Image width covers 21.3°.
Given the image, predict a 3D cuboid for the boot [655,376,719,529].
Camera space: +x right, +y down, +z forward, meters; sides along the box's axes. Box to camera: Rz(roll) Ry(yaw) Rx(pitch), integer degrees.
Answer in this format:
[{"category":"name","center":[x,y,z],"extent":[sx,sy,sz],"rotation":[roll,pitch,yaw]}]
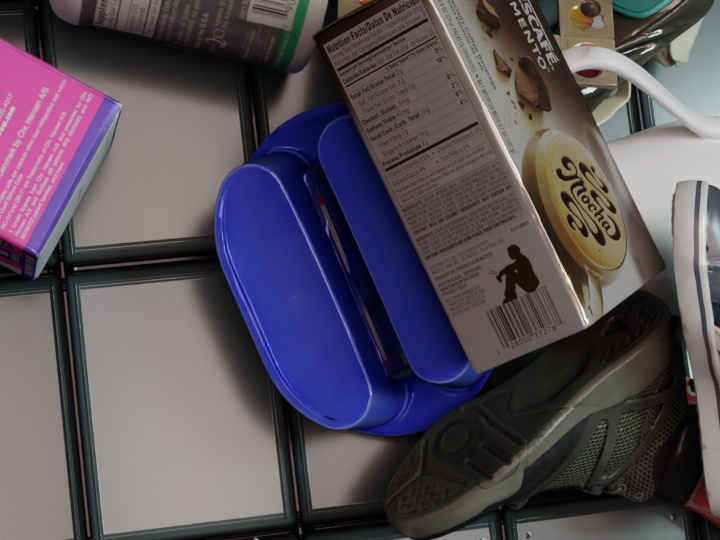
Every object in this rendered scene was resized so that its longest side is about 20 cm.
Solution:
[{"category":"boot","center":[0.257,0.068,1.170],"extent":[0.144,0.072,0.201],"rotation":[31,81,-4]}]

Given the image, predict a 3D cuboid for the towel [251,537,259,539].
[{"category":"towel","center":[-0.040,0.278,1.090],"extent":[0.200,0.048,0.172],"rotation":[41,77,-4]}]

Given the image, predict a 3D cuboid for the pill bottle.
[{"category":"pill bottle","center":[-0.117,-0.189,1.108],"extent":[0.198,0.113,0.114],"rotation":[13,80,-9]}]

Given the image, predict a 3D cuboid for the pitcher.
[{"category":"pitcher","center":[0.184,-0.051,1.126],"extent":[0.198,0.173,0.122],"rotation":[2,40,-8]}]

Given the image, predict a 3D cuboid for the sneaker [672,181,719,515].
[{"category":"sneaker","center":[0.220,0.040,1.056],"extent":[0.079,0.079,0.202],"rotation":[-6,116,17]}]

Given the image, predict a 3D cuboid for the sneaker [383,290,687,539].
[{"category":"sneaker","center":[0.111,0.110,1.104],"extent":[0.199,0.076,0.115],"rotation":[-36,126,-12]}]

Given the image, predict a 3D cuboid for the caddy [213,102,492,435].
[{"category":"caddy","center":[0.000,0.000,1.110],"extent":[0.140,0.105,0.201],"rotation":[-24,87,12]}]

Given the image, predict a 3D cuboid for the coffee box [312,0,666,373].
[{"category":"coffee box","center":[0.071,-0.062,1.030],"extent":[0.113,0.079,0.201],"rotation":[-27,92,-56]}]

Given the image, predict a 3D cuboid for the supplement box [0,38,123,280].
[{"category":"supplement box","center":[-0.246,-0.089,1.074],"extent":[0.199,0.101,0.104],"rotation":[29,78,-5]}]

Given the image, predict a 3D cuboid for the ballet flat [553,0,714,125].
[{"category":"ballet flat","center":[0.161,-0.143,1.184],"extent":[0.200,0.068,0.069],"rotation":[-39,132,-4]}]

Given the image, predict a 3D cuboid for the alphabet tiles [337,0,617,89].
[{"category":"alphabet tiles","center":[0.070,-0.200,1.162],"extent":[0.165,0.008,0.202],"rotation":[4,61,-3]}]
